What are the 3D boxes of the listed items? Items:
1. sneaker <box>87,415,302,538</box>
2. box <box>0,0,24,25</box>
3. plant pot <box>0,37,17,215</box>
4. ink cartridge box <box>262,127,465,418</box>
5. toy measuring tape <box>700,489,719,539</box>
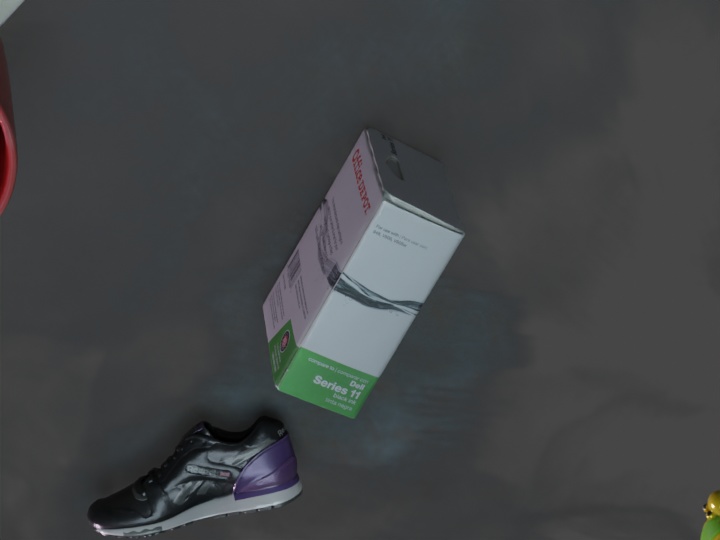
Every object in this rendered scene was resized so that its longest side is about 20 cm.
[{"bbox_3d":[-0.159,0.183,1.844,0.199,0.076,0.088,-13,103,-3],"label":"sneaker"},{"bbox_3d":[-0.327,-0.294,1.538,0.109,0.128,0.200,-42,113,16],"label":"box"},{"bbox_3d":[-0.362,-0.134,1.584,0.199,0.178,0.202,-1,121,-2],"label":"plant pot"},{"bbox_3d":[0.000,0.000,1.711,0.083,0.147,0.201,23,114,-18],"label":"ink cartridge box"},{"bbox_3d":[0.383,0.290,1.942,0.073,0.074,0.200,-32,115,11],"label":"toy measuring tape"}]
